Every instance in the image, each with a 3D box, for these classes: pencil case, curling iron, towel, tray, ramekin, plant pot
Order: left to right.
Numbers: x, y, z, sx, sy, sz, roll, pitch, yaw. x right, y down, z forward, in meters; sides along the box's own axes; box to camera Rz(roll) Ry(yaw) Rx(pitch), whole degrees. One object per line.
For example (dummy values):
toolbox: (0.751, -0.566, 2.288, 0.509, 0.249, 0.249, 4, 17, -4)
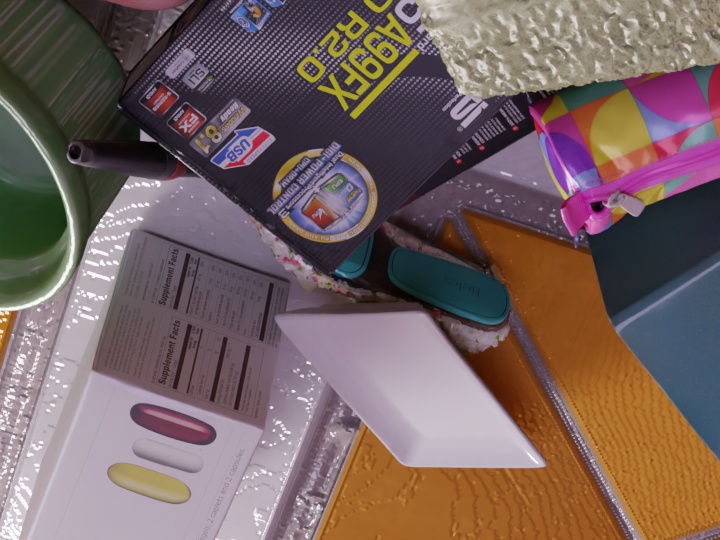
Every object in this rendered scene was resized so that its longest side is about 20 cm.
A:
ramekin: (-0.224, -0.084, 1.396, 0.199, 0.098, 0.201, 19, 137, 18)
curling iron: (-0.118, -0.072, 1.387, 0.025, 0.200, 0.050, -12, 92, 25)
tray: (0.035, 0.069, 1.508, 0.107, 0.022, 0.200, -1, 149, 29)
towel: (0.105, -0.159, 1.217, 0.199, 0.037, 0.149, -9, 123, 37)
pencil case: (0.191, -0.086, 1.327, 0.199, 0.088, 0.089, -25, 119, 0)
plant pot: (0.257, -0.008, 1.420, 0.199, 0.142, 0.142, -33, 115, 15)

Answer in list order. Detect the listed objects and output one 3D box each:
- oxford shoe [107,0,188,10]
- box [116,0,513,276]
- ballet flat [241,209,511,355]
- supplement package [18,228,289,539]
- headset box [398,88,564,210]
oxford shoe: (-0.181, -0.203, 1.331, 0.199, 0.071, 0.074, 9, 147, 2)
box: (-0.012, -0.115, 1.334, 0.160, 0.044, 0.200, 39, 117, -16)
ballet flat: (0.000, 0.000, 1.486, 0.199, 0.076, 0.064, 31, 139, -11)
supplement package: (-0.134, 0.109, 1.513, 0.110, 0.156, 0.201, 19, 123, -7)
headset box: (0.041, -0.138, 1.386, 0.199, 0.075, 0.149, -31, 115, 22)
